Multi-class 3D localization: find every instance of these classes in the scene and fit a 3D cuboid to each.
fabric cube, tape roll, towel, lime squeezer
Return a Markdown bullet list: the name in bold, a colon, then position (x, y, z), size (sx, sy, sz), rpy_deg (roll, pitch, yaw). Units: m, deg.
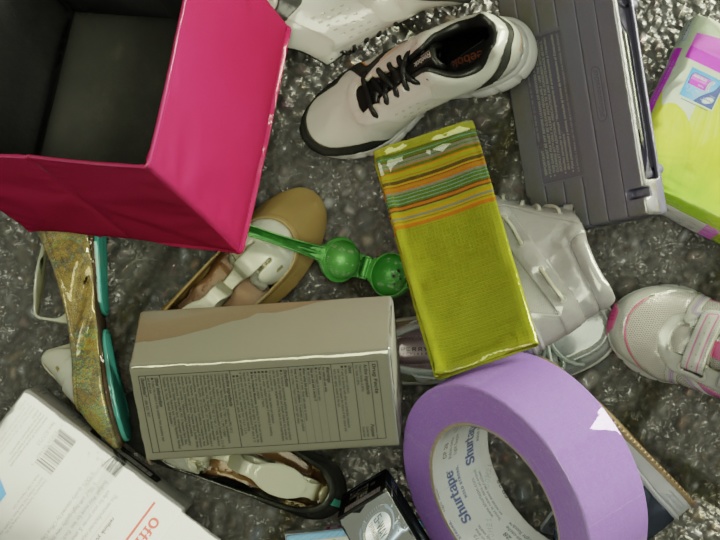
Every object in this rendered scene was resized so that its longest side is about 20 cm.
- **fabric cube**: position (-0.190, -0.142, 1.650), size (0.199, 0.199, 0.197), rpy_deg (5, 75, 19)
- **tape roll**: position (0.123, 0.165, 1.670), size (0.065, 0.200, 0.201), rpy_deg (-26, 88, -35)
- **towel**: position (0.071, -0.019, 1.687), size (0.086, 0.018, 0.201), rpy_deg (-20, 63, 10)
- **lime squeezer**: position (0.000, 0.000, 1.744), size (0.199, 0.071, 0.038), rpy_deg (18, 106, 2)

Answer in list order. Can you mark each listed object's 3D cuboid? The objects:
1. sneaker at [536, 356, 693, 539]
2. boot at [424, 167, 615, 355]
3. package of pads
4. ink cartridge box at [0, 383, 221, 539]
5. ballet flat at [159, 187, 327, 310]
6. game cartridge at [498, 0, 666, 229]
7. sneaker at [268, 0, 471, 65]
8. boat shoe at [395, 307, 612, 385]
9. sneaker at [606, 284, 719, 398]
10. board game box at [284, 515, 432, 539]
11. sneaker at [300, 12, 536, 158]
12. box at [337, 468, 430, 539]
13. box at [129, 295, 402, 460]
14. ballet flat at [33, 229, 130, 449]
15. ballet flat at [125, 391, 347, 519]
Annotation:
- **sneaker**: position (0.168, 0.160, 1.719), size (0.108, 0.070, 0.200), rpy_deg (-44, 121, 3)
- **boot**: position (0.124, -0.029, 1.727), size (0.095, 0.074, 0.201), rpy_deg (-27, 61, -2)
- **package of pads**: position (0.319, -0.090, 1.755), size (0.199, 0.068, 0.155), rpy_deg (26, 88, 1)
- **ink cartridge box**: position (-0.216, 0.197, 1.749), size (0.200, 0.068, 0.116), rpy_deg (38, 91, 1)
- **ballet flat**: position (-0.100, 0.014, 1.756), size (0.069, 0.063, 0.200), rpy_deg (42, 89, 3)
- **game cartridge**: position (0.173, -0.133, 1.734), size (0.038, 0.129, 0.201), rpy_deg (-7, 87, -37)
- **sneaker**: position (-0.004, -0.209, 1.766), size (0.199, 0.074, 0.080), rpy_deg (-5, 100, 5)
- **boat shoe**: position (0.107, 0.058, 1.754), size (0.201, 0.065, 0.075), rpy_deg (-3, 89, 0)
- **sneaker**: position (0.293, 0.063, 1.734), size (0.199, 0.088, 0.082), rpy_deg (16, 89, -6)
- **board game box**: position (0.017, 0.302, 1.764), size (0.134, 0.034, 0.201), rpy_deg (-6, 89, 0)
- **sneaker**: position (0.036, -0.152, 1.729), size (0.199, 0.080, 0.074), rpy_deg (-26, 76, 15)
- **box**: position (0.042, 0.234, 1.648), size (0.043, 0.200, 0.161), rpy_deg (-31, 88, 0)
- **box**: position (-0.070, 0.082, 1.684), size (0.199, 0.078, 0.095), rpy_deg (-3, 123, 3)
- **ballet flat**: position (-0.226, 0.047, 1.753), size (0.070, 0.071, 0.201), rpy_deg (-8, 81, 0)
- **ballet flat**: position (-0.103, 0.142, 1.750), size (0.199, 0.068, 0.068), rpy_deg (20, 90, 1)
